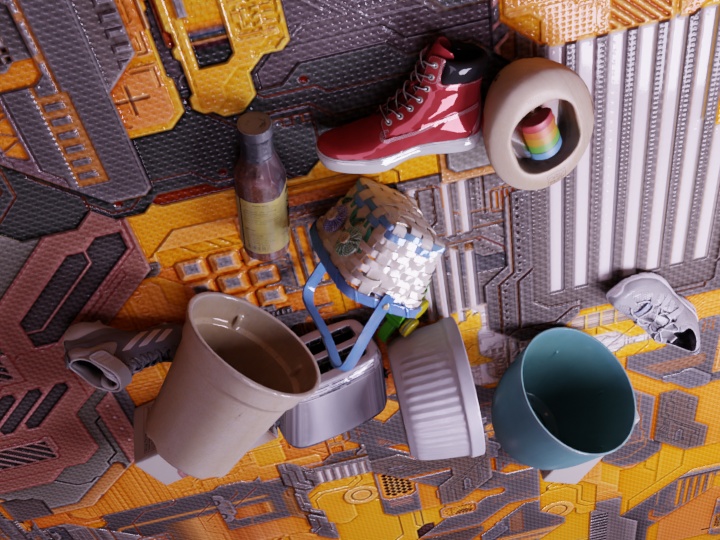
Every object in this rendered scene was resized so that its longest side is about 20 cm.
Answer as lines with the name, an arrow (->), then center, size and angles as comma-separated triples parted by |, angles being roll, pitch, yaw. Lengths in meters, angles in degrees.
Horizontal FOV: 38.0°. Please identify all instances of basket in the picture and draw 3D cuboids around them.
basket -> 0.000, 0.000, 1.288 | 0.138, 0.177, 0.201 | 16, 114, -31

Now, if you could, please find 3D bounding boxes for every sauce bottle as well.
sauce bottle -> -0.116, -0.096, 1.223 | 0.065, 0.066, 0.201 | -6, 142, -7

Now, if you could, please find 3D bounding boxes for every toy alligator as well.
toy alligator -> 0.072, 0.026, 1.428 | 0.054, 0.059, 0.201 | -35, 159, -42

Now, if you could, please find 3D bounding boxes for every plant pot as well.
plant pot -> 0.292, 0.211, 1.600 | 0.199, 0.202, 0.161 | 7, 150, -22
plant pot -> -0.183, 0.163, 1.369 | 0.199, 0.201, 0.184 | 22, 113, -35

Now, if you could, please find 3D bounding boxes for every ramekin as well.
ramekin -> 0.104, 0.174, 1.489 | 0.104, 0.201, 0.201 | -12, 141, -1

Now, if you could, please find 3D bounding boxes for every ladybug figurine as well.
ladybug figurine -> 0.198, -0.171, 1.200 | 0.135, 0.072, 0.200 | -29, 144, -1

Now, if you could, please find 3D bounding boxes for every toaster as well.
toaster -> -0.040, 0.157, 1.492 | 0.198, 0.114, 0.130 | -21, 140, -16

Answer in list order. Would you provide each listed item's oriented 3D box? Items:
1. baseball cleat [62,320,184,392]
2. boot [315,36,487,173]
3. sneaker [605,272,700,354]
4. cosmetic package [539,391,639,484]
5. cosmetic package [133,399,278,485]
baseball cleat -> -0.295, 0.120, 1.398 | 0.198, 0.107, 0.070 | 2, 134, -20
boot -> 0.043, -0.188, 1.156 | 0.198, 0.073, 0.145 | -14, 141, -10
sneaker -> 0.444, 0.065, 1.544 | 0.199, 0.083, 0.075 | 21, 130, -34
cosmetic package -> 0.367, 0.257, 1.735 | 0.072, 0.104, 0.201 | 9, 134, -23
cosmetic package -> -0.229, 0.226, 1.544 | 0.198, 0.104, 0.087 | -23, 138, 15
